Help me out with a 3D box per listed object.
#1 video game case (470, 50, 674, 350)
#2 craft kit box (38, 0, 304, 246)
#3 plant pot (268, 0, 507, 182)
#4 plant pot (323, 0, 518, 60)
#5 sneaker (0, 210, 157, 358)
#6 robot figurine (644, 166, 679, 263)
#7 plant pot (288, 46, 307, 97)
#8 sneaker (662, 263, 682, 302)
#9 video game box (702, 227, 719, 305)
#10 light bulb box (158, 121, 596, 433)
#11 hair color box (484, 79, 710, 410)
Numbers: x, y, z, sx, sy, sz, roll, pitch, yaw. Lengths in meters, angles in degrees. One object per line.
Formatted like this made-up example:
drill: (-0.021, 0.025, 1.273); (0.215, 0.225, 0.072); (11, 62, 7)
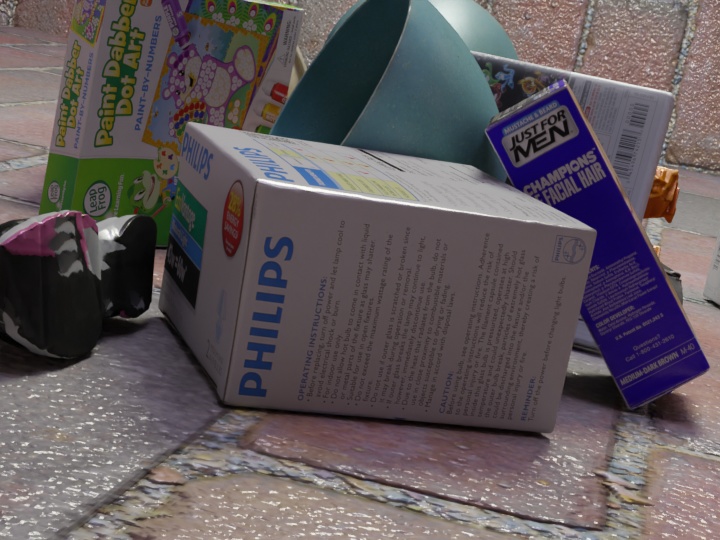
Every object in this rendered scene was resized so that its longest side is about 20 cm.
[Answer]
video game case: (0.124, -0.057, 1.176); (0.180, 0.202, 0.023); (14, -10, 17)
craft kit box: (-0.143, -0.119, 1.198); (0.196, 0.202, 0.048); (0, 16, -44)
plant pot: (0.027, -0.084, 1.111); (0.134, 0.201, 0.200); (32, 3, -18)
plant pot: (0.044, -0.146, 1.433); (0.198, 0.202, 0.135); (12, 28, 7)
sneaker: (-0.184, 0.006, 0.880); (0.085, 0.081, 0.200); (1, 0, 11)
robot figurine: (0.143, -0.042, 1.223); (0.198, 0.146, 0.058); (9, -31, 19)
plant pot: (-0.164, -0.136, 1.370); (0.199, 0.202, 0.184); (13, 21, 13)
sneaker: (0.194, -0.016, 1.325); (0.105, 0.075, 0.201); (13, 31, -21)
video game box: (0.379, -0.050, 1.391); (0.046, 0.202, 0.182); (11, 11, -8)
light bulb box: (0.000, 0.000, 0.918); (0.198, 0.126, 0.198); (7, 12, -19)
hair color box: (0.153, -0.021, 1.014); (0.064, 0.201, 0.109); (-29, 5, 10)
